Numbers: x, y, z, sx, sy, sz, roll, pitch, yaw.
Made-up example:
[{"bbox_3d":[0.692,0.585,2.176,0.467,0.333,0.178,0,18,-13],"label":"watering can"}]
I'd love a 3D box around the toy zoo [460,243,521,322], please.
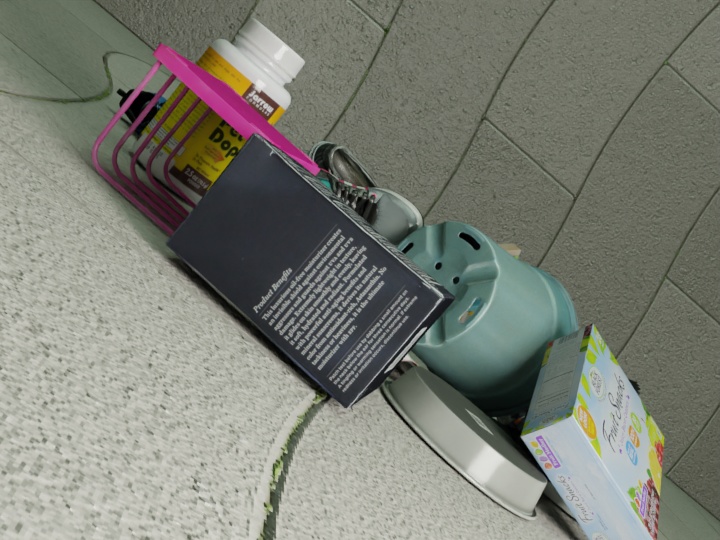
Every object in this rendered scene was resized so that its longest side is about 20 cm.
[{"bbox_3d":[0.152,0.051,1.577,0.131,0.201,0.020,-3,35,-43],"label":"toy zoo"}]

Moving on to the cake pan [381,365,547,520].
[{"bbox_3d":[0.107,0.164,1.051,0.200,0.037,0.200,40,5,-4],"label":"cake pan"}]

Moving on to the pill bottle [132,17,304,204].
[{"bbox_3d":[-0.153,-0.177,1.177,0.109,0.200,0.109,39,5,-4],"label":"pill bottle"}]

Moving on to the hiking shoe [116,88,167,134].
[{"bbox_3d":[-0.237,-0.170,1.323,0.086,0.075,0.200,25,4,-42],"label":"hiking shoe"}]

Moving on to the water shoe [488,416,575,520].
[{"bbox_3d":[0.215,0.209,1.217,0.200,0.079,0.072,38,4,-21],"label":"water shoe"}]

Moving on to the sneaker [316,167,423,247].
[{"bbox_3d":[-0.032,-0.078,1.229,0.199,0.084,0.121,21,12,20],"label":"sneaker"}]

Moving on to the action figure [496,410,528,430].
[{"bbox_3d":[0.248,0.216,1.312,0.193,0.105,0.200,37,-22,20],"label":"action figure"}]

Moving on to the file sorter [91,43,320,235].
[{"bbox_3d":[-0.147,-0.105,1.019,0.139,0.126,0.200,42,6,7],"label":"file sorter"}]

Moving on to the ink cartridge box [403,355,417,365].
[{"bbox_3d":[-0.007,0.057,1.192,0.200,0.050,0.161,53,-4,-36],"label":"ink cartridge box"}]

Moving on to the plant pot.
[{"bbox_3d":[0.129,0.048,1.238,0.200,0.200,0.196,43,3,37],"label":"plant pot"}]

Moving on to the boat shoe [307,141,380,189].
[{"bbox_3d":[0.000,-0.084,1.417,0.200,0.072,0.071,50,-15,-23],"label":"boat shoe"}]

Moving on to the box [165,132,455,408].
[{"bbox_3d":[-0.034,0.003,0.909,0.198,0.123,0.200,42,3,7],"label":"box"}]

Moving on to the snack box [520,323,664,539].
[{"bbox_3d":[0.252,0.177,1.128,0.169,0.067,0.200,56,27,-11],"label":"snack box"}]

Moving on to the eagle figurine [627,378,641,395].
[{"bbox_3d":[0.400,0.248,1.974,0.199,0.152,0.151,25,37,17],"label":"eagle figurine"}]

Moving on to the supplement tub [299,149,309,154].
[{"bbox_3d":[-0.042,-0.068,1.507,0.200,0.123,0.123,38,5,-25],"label":"supplement tub"}]
